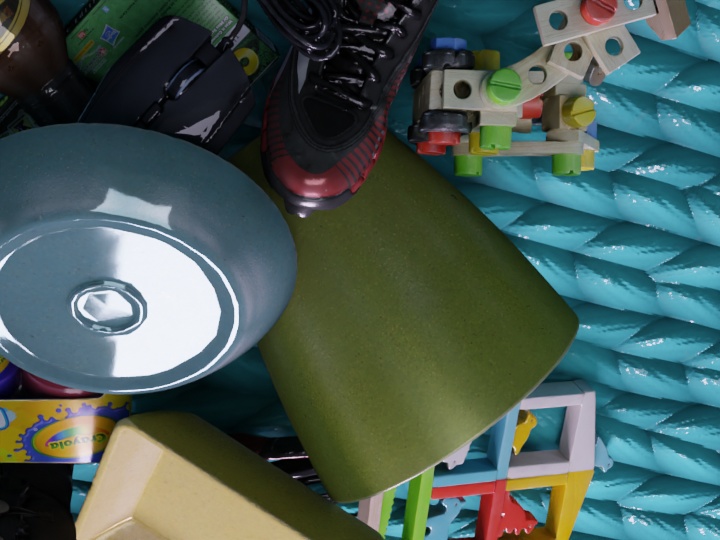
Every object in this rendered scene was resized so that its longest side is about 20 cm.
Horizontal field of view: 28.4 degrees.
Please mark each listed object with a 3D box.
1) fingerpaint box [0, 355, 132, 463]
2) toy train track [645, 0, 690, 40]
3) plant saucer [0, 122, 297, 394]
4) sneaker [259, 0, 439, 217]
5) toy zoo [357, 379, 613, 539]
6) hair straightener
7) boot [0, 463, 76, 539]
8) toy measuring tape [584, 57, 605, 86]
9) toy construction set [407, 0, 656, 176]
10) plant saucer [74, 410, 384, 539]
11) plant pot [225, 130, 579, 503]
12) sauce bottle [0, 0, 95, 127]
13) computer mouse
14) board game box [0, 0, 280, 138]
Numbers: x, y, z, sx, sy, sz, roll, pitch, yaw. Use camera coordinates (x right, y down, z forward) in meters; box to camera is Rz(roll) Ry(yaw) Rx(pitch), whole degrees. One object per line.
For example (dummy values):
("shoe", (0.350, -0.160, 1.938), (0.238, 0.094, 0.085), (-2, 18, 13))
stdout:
("fingerpaint box", (-0.233, 0.031, 0.846), (0.197, 0.074, 0.169), (2, 124, -10))
("toy train track", (0.149, -0.232, 0.828), (0.032, 0.115, 0.202), (-2, 117, 40))
("plant saucer", (-0.132, 0.008, 0.750), (0.197, 0.036, 0.201), (0, 139, 0))
("sneaker", (-0.001, -0.128, 0.767), (0.070, 0.202, 0.098), (22, 156, -1))
("toy zoo", (0.095, 0.145, 1.015), (0.197, 0.020, 0.133), (-2, 113, -23))
("hair straightener", (-0.061, 0.146, 0.993), (0.197, 0.041, 0.078), (-6, 119, -15))
("boot", (-0.251, 0.178, 0.864), (0.162, 0.201, 0.066), (-9, 120, -8))
("toy measuring tape", (0.100, -0.189, 0.831), (0.073, 0.074, 0.202), (-18, 126, -3))
("toy construction set", (0.094, -0.101, 0.810), (0.129, 0.200, 0.094), (2, 75, -4))
("plant saucer", (-0.075, 0.173, 0.887), (0.199, 0.049, 0.201), (33, 141, 1))
("plant pot", (0.000, 0.000, 0.849), (0.186, 0.187, 0.201), (-34, 97, 6))
("sauce bottle", (-0.205, -0.146, 0.770), (0.064, 0.065, 0.201), (-36, 112, 7))
("computer mouse", (-0.118, -0.106, 0.738), (0.200, 0.046, 0.141), (-44, 88, 19))
("board game box", (-0.152, -0.092, 0.847), (0.200, 0.024, 0.105), (-44, 116, 12))
